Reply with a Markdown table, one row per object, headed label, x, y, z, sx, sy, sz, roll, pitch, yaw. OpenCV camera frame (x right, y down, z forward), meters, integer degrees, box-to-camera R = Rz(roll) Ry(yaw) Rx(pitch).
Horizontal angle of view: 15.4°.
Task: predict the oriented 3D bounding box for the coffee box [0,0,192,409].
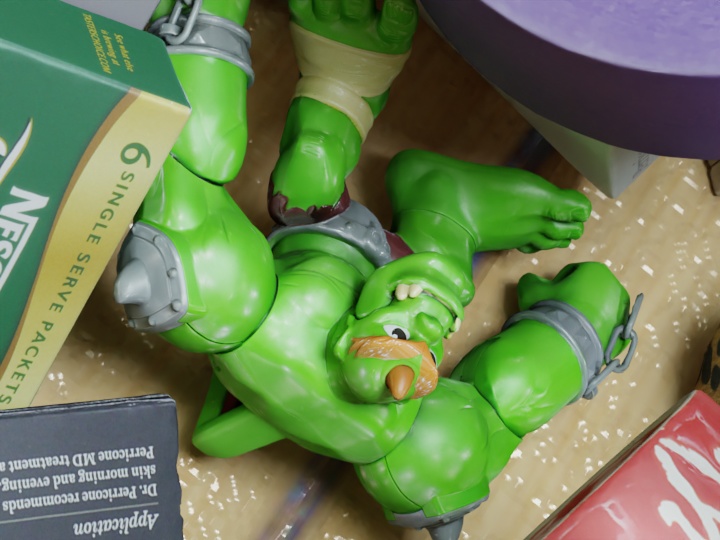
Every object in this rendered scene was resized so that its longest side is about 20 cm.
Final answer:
| label | x | y | z | sx | sy | sz | roll | pitch | yaw |
| --- | --- | --- | --- | --- | --- | --- | --- | --- | --- |
| coffee box | -0.157 | -0.034 | 0.700 | 0.200 | 0.123 | 0.044 | 20 | 24 | -30 |

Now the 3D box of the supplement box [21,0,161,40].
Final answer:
| label | x | y | z | sx | sy | sz | roll | pitch | yaw |
| --- | --- | --- | --- | --- | --- | --- | --- | --- | --- |
| supplement box | -0.115 | -0.158 | 0.777 | 0.109 | 0.061 | 0.200 | 16 | 42 | -27 |

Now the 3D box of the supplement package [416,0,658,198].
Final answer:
| label | x | y | z | sx | sy | sz | roll | pitch | yaw |
| --- | --- | --- | --- | --- | --- | --- | --- | --- | --- |
| supplement package | 0.110 | -0.139 | 0.834 | 0.200 | 0.114 | 0.110 | -44 | 76 | -4 |

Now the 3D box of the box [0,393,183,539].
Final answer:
| label | x | y | z | sx | sy | sz | roll | pitch | yaw |
| --- | --- | --- | --- | --- | --- | --- | --- | --- | --- |
| box | -0.141 | 0.130 | 0.625 | 0.200 | 0.104 | 0.183 | -2 | 84 | -40 |

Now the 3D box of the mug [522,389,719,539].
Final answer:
| label | x | y | z | sx | sy | sz | roll | pitch | yaw |
| --- | --- | --- | --- | --- | --- | --- | --- | --- | --- |
| mug | 0.101 | 0.149 | 0.662 | 0.200 | 0.133 | 0.177 | 48 | 54 | 5 |

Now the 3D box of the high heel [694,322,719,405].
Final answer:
| label | x | y | z | sx | sy | sz | roll | pitch | yaw |
| --- | --- | --- | --- | --- | --- | --- | --- | --- | --- |
| high heel | 0.158 | 0.059 | 0.784 | 0.071 | 0.143 | 0.200 | 33 | 32 | -24 |

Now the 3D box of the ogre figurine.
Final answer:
| label | x | y | z | sx | sy | sz | roll | pitch | yaw |
| --- | --- | --- | --- | --- | --- | --- | --- | --- | --- |
| ogre figurine | 0.000 | 0.000 | 0.793 | 0.200 | 0.098 | 0.120 | 54 | 47 | -44 |

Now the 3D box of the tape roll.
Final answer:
| label | x | y | z | sx | sy | sz | roll | pitch | yaw |
| --- | --- | --- | --- | --- | --- | --- | --- | --- | --- |
| tape roll | 0.097 | -0.137 | 0.733 | 0.199 | 0.085 | 0.201 | -2 | 76 | 7 |

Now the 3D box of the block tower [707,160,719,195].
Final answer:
| label | x | y | z | sx | sy | sz | roll | pitch | yaw |
| --- | --- | --- | --- | --- | --- | --- | --- | --- | --- |
| block tower | 0.136 | -0.121 | 0.924 | 0.054 | 0.058 | 0.201 | -3 | 70 | -25 |

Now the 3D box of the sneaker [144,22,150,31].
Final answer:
| label | x | y | z | sx | sy | sz | roll | pitch | yaw |
| --- | --- | --- | --- | --- | --- | --- | --- | --- | --- |
| sneaker | -0.149 | -0.095 | 0.789 | 0.200 | 0.075 | 0.087 | 28 | 48 | -19 |
